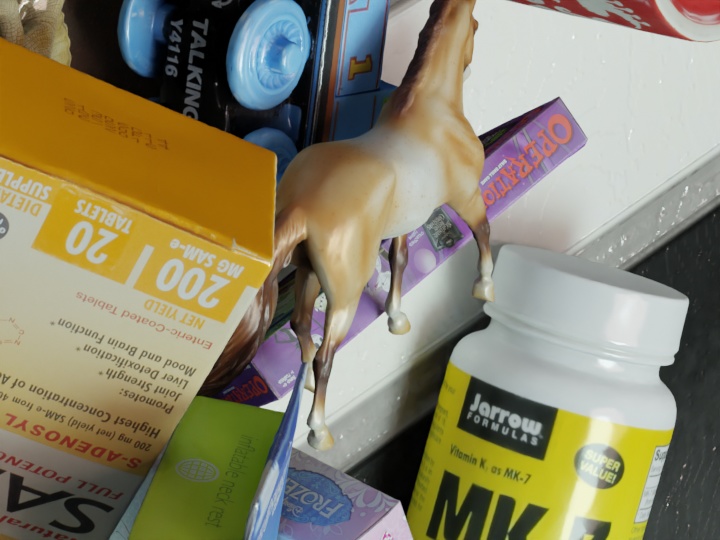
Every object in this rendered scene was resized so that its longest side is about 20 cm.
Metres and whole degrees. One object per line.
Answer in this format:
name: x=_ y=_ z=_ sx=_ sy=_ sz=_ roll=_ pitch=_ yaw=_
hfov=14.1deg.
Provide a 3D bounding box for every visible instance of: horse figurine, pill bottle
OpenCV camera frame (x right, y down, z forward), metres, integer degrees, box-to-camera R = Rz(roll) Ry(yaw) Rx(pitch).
horse figurine: x=0.003 y=-0.017 z=1.146 sx=0.200 sy=0.050 sz=0.133 roll=-37 pitch=135 yaw=-45
pill bottle: x=0.086 y=0.096 z=1.406 sx=0.114 sy=0.114 sz=0.201 roll=7 pitch=100 yaw=-48

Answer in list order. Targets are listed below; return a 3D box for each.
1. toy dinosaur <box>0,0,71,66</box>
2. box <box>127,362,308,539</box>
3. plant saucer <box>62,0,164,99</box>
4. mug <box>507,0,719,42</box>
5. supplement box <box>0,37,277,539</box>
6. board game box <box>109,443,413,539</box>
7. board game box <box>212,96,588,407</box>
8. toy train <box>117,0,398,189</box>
toy dinosaur: x=-0.135 y=-0.084 z=1.102 sx=0.101 sy=0.058 sz=0.201 roll=3 pitch=114 yaw=-61
box: x=-0.063 y=0.142 z=1.073 sx=0.122 sy=0.047 sz=0.201 roll=-73 pitch=173 yaw=-66
plant saucer: x=-0.132 y=-0.061 z=1.170 sx=0.200 sy=0.034 sz=0.202 roll=-22 pitch=122 yaw=-40
mug: x=0.076 y=-0.188 z=1.213 sx=0.133 sy=0.199 sz=0.179 roll=-28 pitch=125 yaw=-36
supplement box: x=-0.127 y=0.027 z=1.061 sx=0.125 sy=0.074 sz=0.200 roll=21 pitch=123 yaw=-15
board game box: x=-0.039 y=0.144 z=1.227 sx=0.043 sy=0.199 sz=0.200 roll=-40 pitch=132 yaw=-26
board game box: x=0.000 y=0.000 z=1.275 sx=0.200 sy=0.120 sz=0.032 roll=-39 pitch=94 yaw=-29
toy train: x=-0.036 y=-0.097 z=1.173 sx=0.114 sy=0.086 sz=0.201 roll=-15 pitch=117 yaw=-52
